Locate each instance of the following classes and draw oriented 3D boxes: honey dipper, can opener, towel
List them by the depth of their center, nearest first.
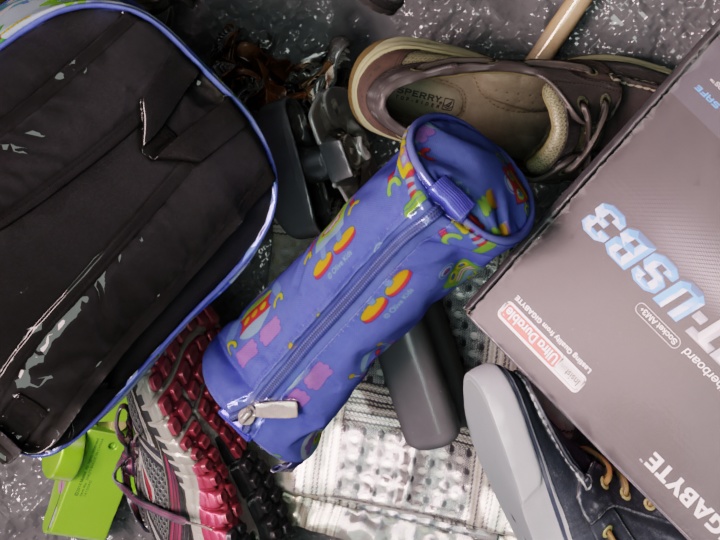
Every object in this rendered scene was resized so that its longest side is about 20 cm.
[{"bbox_3d":[0.100,-0.118,1.061,0.038,0.038,0.201,38,108,5],"label":"honey dipper"},{"bbox_3d":[0.000,0.000,1.075,0.066,0.053,0.201,-13,102,25],"label":"can opener"},{"bbox_3d":[0.027,0.068,1.124,0.191,0.035,0.202,11,107,10],"label":"towel"}]

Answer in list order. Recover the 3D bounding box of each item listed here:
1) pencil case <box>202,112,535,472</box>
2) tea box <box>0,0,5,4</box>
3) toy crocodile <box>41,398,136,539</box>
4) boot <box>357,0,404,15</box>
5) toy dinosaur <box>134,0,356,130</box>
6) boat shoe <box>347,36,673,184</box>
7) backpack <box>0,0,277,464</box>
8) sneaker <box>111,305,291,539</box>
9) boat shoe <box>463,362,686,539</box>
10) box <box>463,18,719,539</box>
[{"bbox_3d":[-0.002,0.013,1.001,0.078,0.087,0.200,41,119,-3],"label":"pencil case"},{"bbox_3d":[-0.233,-0.237,1.077,0.196,0.134,0.201,-20,97,21],"label":"tea box"},{"bbox_3d":[-0.142,0.070,1.168,0.067,0.062,0.201,8,115,-22],"label":"toy crocodile"},{"bbox_3d":[0.010,-0.243,1.022,0.131,0.070,0.201,-29,82,21],"label":"boot"},{"bbox_3d":[-0.099,-0.087,1.098,0.199,0.102,0.136,-29,117,-6],"label":"toy dinosaur"},{"bbox_3d":[0.094,-0.073,1.026,0.198,0.065,0.074,4,111,-9],"label":"boat shoe"},{"bbox_3d":[-0.155,-0.039,0.993,0.200,0.147,0.183,-42,111,-1],"label":"backpack"},{"bbox_3d":[-0.105,0.095,1.112,0.074,0.081,0.201,-6,110,29],"label":"sneaker"},{"bbox_3d":[0.125,0.121,1.076,0.090,0.071,0.201,-27,114,-8],"label":"boat shoe"},{"bbox_3d":[0.185,0.016,0.975,0.200,0.050,0.199,46,105,14],"label":"box"}]
